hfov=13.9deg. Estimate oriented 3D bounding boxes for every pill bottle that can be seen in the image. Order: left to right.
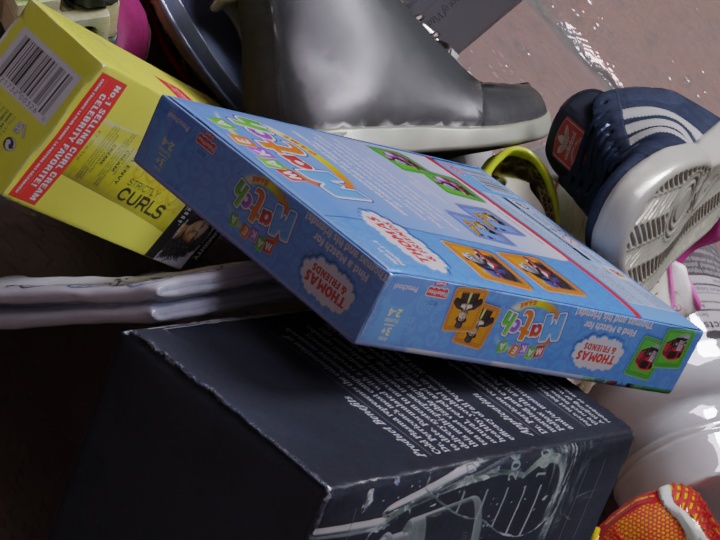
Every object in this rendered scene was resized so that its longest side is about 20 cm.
[{"bbox_3d":[0.145,0.034,1.540,0.110,0.111,0.201,8,54,-44],"label":"pill bottle"}]

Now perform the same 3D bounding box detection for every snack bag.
[{"bbox_3d":[-0.086,0.007,1.259,0.199,0.188,0.022,-7,92,-50],"label":"snack bag"}]

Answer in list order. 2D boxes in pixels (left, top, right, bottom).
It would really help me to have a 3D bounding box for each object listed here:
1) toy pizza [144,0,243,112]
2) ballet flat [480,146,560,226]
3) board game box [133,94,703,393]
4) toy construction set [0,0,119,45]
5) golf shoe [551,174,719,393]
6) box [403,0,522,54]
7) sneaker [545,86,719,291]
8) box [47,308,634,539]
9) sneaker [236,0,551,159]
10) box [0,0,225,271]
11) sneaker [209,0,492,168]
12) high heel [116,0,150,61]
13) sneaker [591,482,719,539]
[{"bbox_3d":[-0.070,-0.138,1.497,0.200,0.032,0.201,49,23,-30],"label":"toy pizza"},{"bbox_3d":[0.066,0.026,1.357,0.066,0.067,0.201,11,52,-10],"label":"ballet flat"},{"bbox_3d":[0.025,-0.010,1.211,0.199,0.037,0.151,12,20,-47],"label":"board game box"},{"bbox_3d":[-0.182,-0.130,1.327,0.130,0.092,0.201,-11,65,-21],"label":"toy construction set"},{"bbox_3d":[0.113,0.023,1.451,0.091,0.075,0.201,23,73,15],"label":"golf shoe"},{"bbox_3d":[0.022,-0.224,1.597,0.200,0.152,0.106,46,35,-9],"label":"box"},{"bbox_3d":[0.118,-0.045,1.368,0.084,0.075,0.200,28,15,12],"label":"sneaker"},{"bbox_3d":[-0.022,0.127,1.181,0.124,0.201,0.196,36,26,34],"label":"box"},{"bbox_3d":[0.019,-0.104,1.396,0.200,0.075,0.107,-6,86,-53],"label":"sneaker"},{"bbox_3d":[-0.108,-0.056,1.305,0.050,0.075,0.200,41,5,22],"label":"box"},{"bbox_3d":[-0.008,-0.096,1.466,0.200,0.076,0.081,46,39,-29],"label":"sneaker"},{"bbox_3d":[-0.150,-0.157,1.403,0.201,0.067,0.096,-106,171,-47],"label":"high heel"},{"bbox_3d":[0.175,0.196,1.482,0.201,0.077,0.073,58,13,-15],"label":"sneaker"}]
